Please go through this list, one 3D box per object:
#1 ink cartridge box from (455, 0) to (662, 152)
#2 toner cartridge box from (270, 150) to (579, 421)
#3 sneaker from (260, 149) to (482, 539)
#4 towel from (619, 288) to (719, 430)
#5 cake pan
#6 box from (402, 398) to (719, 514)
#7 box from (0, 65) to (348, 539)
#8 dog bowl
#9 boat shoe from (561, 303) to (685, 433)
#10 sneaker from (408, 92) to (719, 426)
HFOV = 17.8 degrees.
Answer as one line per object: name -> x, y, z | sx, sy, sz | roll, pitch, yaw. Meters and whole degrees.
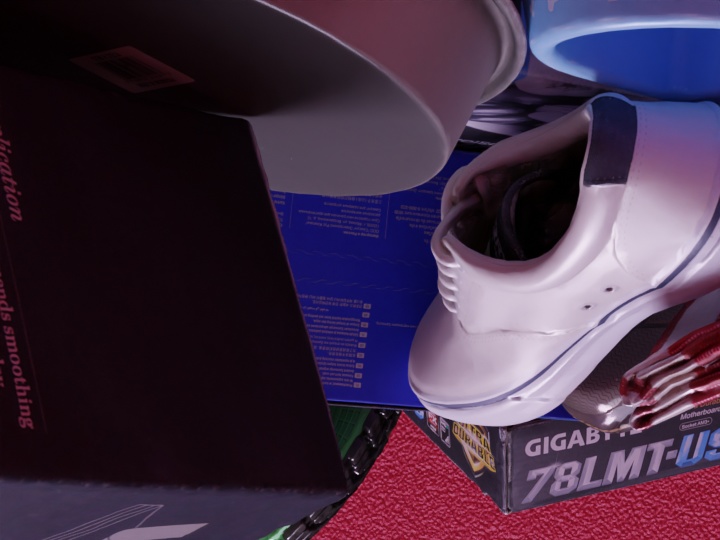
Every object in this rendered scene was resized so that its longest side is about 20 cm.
ink cartridge box -> 0.027, -0.069, 0.798 | 0.197, 0.044, 0.200 | 7, 175, -27
toner cartridge box -> 0.000, 0.000, 0.823 | 0.199, 0.096, 0.043 | 7, -177, -28
sneaker -> -0.017, 0.024, 0.913 | 0.085, 0.201, 0.078 | 22, -177, 10
towel -> 0.177, -0.020, 0.694 | 0.199, 0.023, 0.144 | -28, -175, 25
cake pan -> -0.054, -0.070, 0.630 | 0.199, 0.037, 0.200 | 16, 166, 4
box -> 0.110, 0.031, 1.057 | 0.199, 0.050, 0.198 | -11, -156, -19
box -> -0.146, 0.039, 0.596 | 0.196, 0.118, 0.199 | -30, 155, 34
dog bowl -> 0.124, -0.075, 0.652 | 0.199, 0.050, 0.111 | 9, 172, -44
boat shoe -> 0.161, 0.009, 0.846 | 0.199, 0.074, 0.074 | -31, -148, -15
sneaker -> 0.054, -0.008, 0.725 | 0.070, 0.073, 0.200 | 19, 150, -18
